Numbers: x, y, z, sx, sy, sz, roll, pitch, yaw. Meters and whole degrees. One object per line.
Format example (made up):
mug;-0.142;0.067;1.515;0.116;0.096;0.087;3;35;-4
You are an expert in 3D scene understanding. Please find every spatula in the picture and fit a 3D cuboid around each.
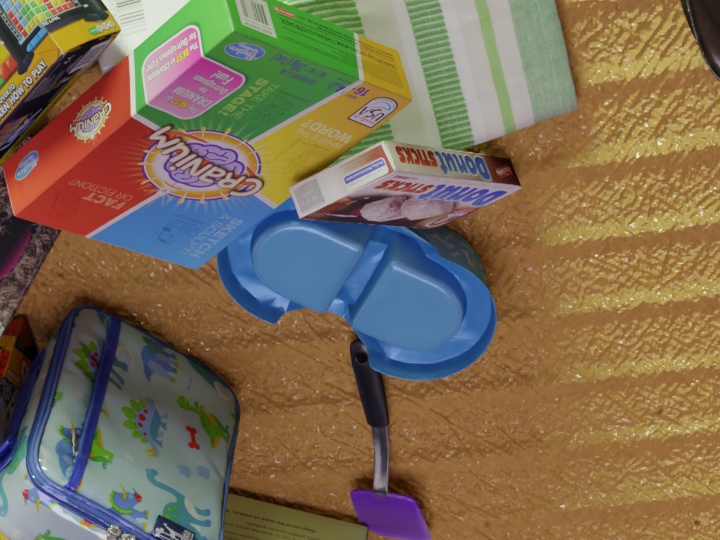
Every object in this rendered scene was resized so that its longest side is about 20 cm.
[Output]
spatula;0.013;0.128;1.723;0.056;0.021;0.201;5;127;20

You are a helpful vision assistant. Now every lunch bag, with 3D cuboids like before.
lunch bag;-0.170;0.127;1.632;0.160;0.200;0.082;32;124;-16

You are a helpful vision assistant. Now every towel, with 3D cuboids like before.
towel;0.030;-0.134;1.485;0.199;0.023;0.153;-19;126;-4

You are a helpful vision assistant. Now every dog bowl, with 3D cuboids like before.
dog bowl;0.000;0.000;1.610;0.199;0.050;0.112;24;126;-11

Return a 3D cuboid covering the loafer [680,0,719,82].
loafer;0.223;-0.182;1.429;0.073;0.071;0.200;-12;125;15

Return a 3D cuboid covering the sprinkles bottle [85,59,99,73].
sprinkles bottle;-0.171;-0.168;1.492;0.200;0.068;0.068;-31;118;27

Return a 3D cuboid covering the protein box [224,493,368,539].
protein box;-0.113;0.282;1.741;0.198;0.200;0.135;14;130;-3

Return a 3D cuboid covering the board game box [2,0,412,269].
board game box;-0.092;-0.082;1.399;0.153;0.040;0.200;17;137;-44

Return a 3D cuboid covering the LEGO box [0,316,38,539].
LEGO box;-0.265;0.158;1.701;0.077;0.149;0.200;-6;127;12

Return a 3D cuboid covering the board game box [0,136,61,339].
board game box;-0.307;-0.046;1.529;0.200;0.160;0.097;38;144;-21

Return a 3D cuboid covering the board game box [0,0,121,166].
board game box;-0.253;-0.147;1.397;0.166;0.057;0.200;53;132;5

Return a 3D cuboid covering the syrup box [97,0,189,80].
syrup box;-0.109;-0.111;1.465;0.081;0.079;0.200;-15;151;-1

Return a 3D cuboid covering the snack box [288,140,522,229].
snack box;0.032;-0.053;1.495;0.072;0.200;0.024;-26;78;24
